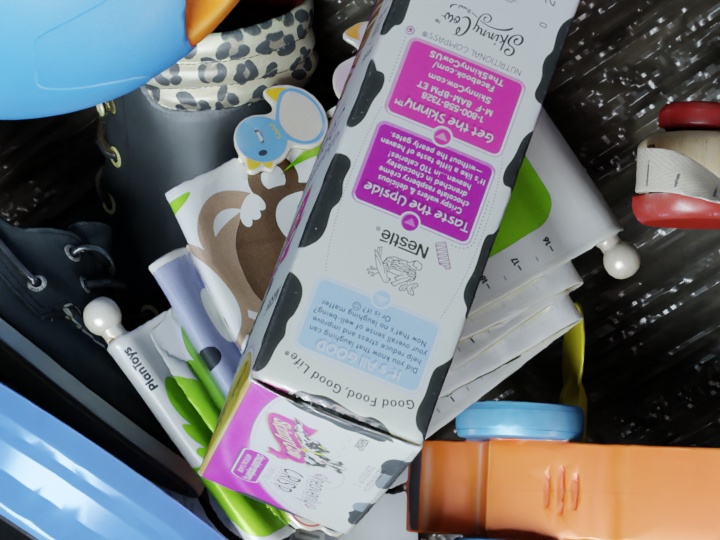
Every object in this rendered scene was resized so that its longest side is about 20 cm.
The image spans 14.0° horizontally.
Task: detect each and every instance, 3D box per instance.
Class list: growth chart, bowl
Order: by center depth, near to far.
[{"bbox_3d":[0.000,0.000,1.044,0.145,0.200,0.018,48,162,5],"label":"growth chart"},{"bbox_3d":[-0.114,0.087,1.074,0.200,0.040,0.201,32,169,7],"label":"bowl"}]

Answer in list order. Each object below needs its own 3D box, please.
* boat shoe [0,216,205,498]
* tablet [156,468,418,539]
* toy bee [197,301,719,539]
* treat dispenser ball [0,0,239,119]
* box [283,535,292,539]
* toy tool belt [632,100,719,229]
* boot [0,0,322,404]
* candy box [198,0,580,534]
[{"bbox_3d":[-0.121,0.004,1.075,0.199,0.066,0.075,35,165,19],"label":"boat shoe"},{"bbox_3d":[-0.041,0.097,1.176,0.129,0.014,0.201,2,142,2],"label":"tablet"},{"bbox_3d":[0.059,0.074,1.093,0.199,0.109,0.132,23,91,14],"label":"toy bee"},{"bbox_3d":[-0.118,-0.151,0.976,0.199,0.201,0.202,8,124,13],"label":"treat dispenser ball"},{"bbox_3d":[-0.048,0.205,1.192,0.047,0.122,0.200,18,134,-12],"label":"box"},{"bbox_3d":[0.191,-0.077,0.994,0.198,0.125,0.124,0,85,14],"label":"toy tool belt"},{"bbox_3d":[-0.095,-0.031,1.127,0.202,0.074,0.155,-3,119,14],"label":"boot"},{"bbox_3d":[0.013,-0.026,0.973,0.061,0.201,0.136,21,161,-4],"label":"candy box"}]
